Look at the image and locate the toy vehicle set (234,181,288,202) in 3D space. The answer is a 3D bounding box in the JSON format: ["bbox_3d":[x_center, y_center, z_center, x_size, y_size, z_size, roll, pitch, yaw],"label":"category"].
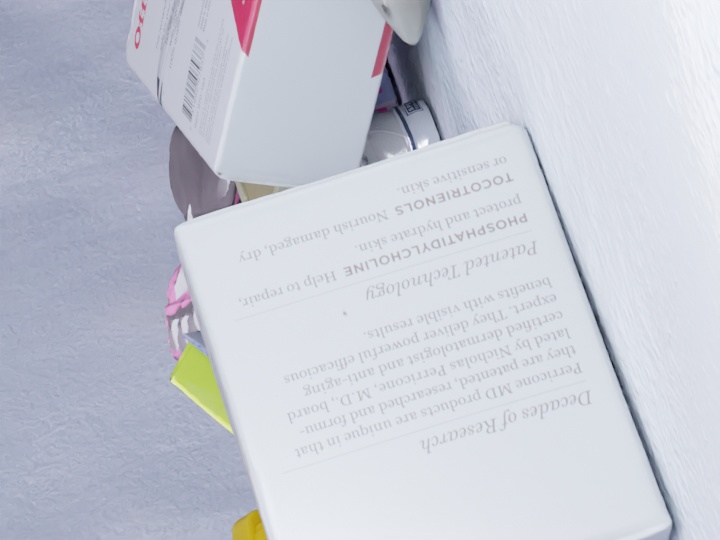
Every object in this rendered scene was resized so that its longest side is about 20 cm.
[{"bbox_3d":[-0.035,-0.128,1.383,0.124,0.026,0.200,-111,34,-47],"label":"toy vehicle set"}]

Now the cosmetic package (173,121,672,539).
[{"bbox_3d":[0.028,0.073,1.075,0.167,0.166,0.200,81,171,-67],"label":"cosmetic package"}]

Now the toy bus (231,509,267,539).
[{"bbox_3d":[0.037,0.194,1.704,0.192,0.200,0.136,-44,58,45],"label":"toy bus"}]

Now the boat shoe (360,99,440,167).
[{"bbox_3d":[0.025,0.008,1.378,0.075,0.086,0.202,-125,18,-77],"label":"boat shoe"}]

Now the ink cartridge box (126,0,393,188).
[{"bbox_3d":[-0.055,-0.146,1.292,0.200,0.083,0.145,-130,50,-60],"label":"ink cartridge box"}]

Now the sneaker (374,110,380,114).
[{"bbox_3d":[0.000,0.000,1.456,0.085,0.073,0.200,23,107,60],"label":"sneaker"}]

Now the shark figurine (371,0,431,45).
[{"bbox_3d":[-0.028,-0.206,1.114,0.089,0.214,0.128,-9,65,49],"label":"shark figurine"}]

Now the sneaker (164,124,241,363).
[{"bbox_3d":[-0.078,-0.011,1.642,0.086,0.080,0.200,-8,-76,-52],"label":"sneaker"}]

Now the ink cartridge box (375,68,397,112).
[{"bbox_3d":[-0.062,-0.175,1.532,0.042,0.119,0.200,81,171,-72],"label":"ink cartridge box"}]

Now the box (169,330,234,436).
[{"bbox_3d":[-0.035,0.081,1.537,0.122,0.048,0.200,37,-161,18],"label":"box"}]
